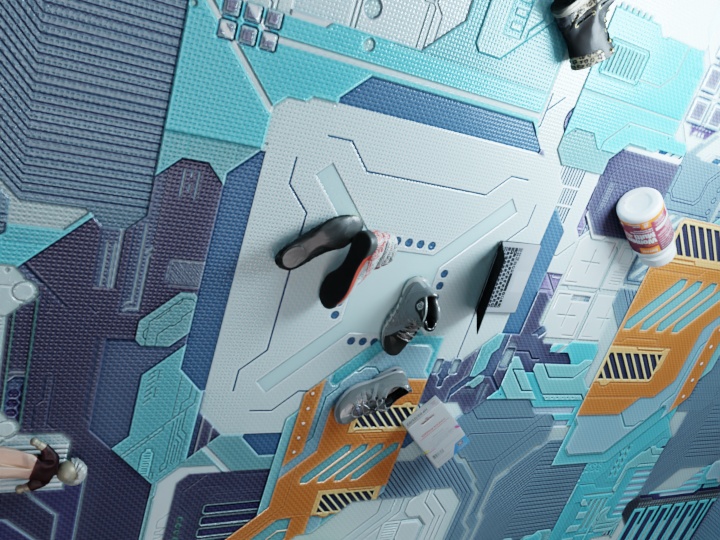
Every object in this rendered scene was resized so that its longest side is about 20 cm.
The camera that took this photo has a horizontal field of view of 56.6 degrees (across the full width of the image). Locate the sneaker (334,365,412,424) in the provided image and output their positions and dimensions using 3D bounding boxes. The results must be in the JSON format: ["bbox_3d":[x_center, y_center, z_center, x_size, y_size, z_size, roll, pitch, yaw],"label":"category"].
[{"bbox_3d":[0.029,0.298,1.554,0.199,0.082,0.075,-33,127,-8],"label":"sneaker"}]

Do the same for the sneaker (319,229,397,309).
[{"bbox_3d":[0.001,0.000,1.380,0.107,0.067,0.202,-5,137,-49],"label":"sneaker"}]

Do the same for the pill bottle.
[{"bbox_3d":[0.722,-0.104,1.678,0.109,0.110,0.200,-41,128,-1],"label":"pill bottle"}]

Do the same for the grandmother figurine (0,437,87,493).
[{"bbox_3d":[-0.622,0.375,1.269,0.198,0.061,0.122,18,116,-31],"label":"grandmother figurine"}]

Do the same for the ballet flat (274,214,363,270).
[{"bbox_3d":[-0.082,-0.062,1.323,0.198,0.057,0.067,-26,112,-20],"label":"ballet flat"}]

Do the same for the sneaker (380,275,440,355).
[{"bbox_3d":[0.115,0.122,1.479,0.074,0.116,0.202,9,112,-31],"label":"sneaker"}]

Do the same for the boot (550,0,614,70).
[{"bbox_3d":[0.485,-0.511,1.346,0.199,0.073,0.151,-32,126,-4],"label":"boot"}]

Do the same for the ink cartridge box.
[{"bbox_3d":[0.185,0.402,1.704,0.115,0.068,0.201,-37,128,-4],"label":"ink cartridge box"}]

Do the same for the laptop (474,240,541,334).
[{"bbox_3d":[0.346,0.040,1.557,0.198,0.116,0.189,3,116,-29],"label":"laptop"}]
